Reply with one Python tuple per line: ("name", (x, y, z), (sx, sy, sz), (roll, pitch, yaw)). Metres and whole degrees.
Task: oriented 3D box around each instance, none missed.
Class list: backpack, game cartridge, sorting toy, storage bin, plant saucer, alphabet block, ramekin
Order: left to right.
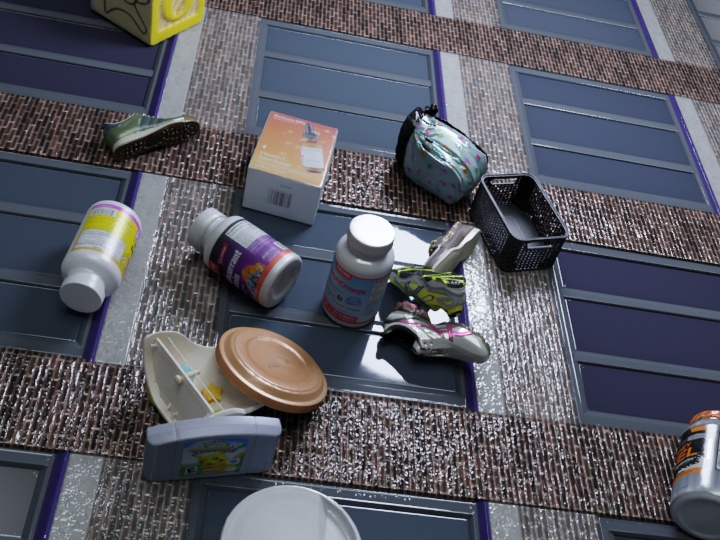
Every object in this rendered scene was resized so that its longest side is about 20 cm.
("alphabet block", (-0.500, -0.684, 2.216), (0.199, 0.196, 0.196), (34, 48, 16))
("game cartridge", (-0.222, 0.266, 1.402), (0.199, 0.134, 0.041), (-2, 48, -17))
("sorting toy", (-0.232, 0.186, 1.511), (0.179, 0.107, 0.200), (-12, 45, -40))
("plant saucer", (-0.143, 0.157, 1.548), (0.199, 0.032, 0.201), (25, 23, -11))
("ramekin", (-0.102, 0.413, 1.320), (0.201, 0.095, 0.203), (8, 44, -8))
("backpack", (0.173, -0.240, 2.021), (0.200, 0.167, 0.127), (36, 67, 15))
("storage bin", (0.329, -0.103, 1.960), (0.134, 0.094, 0.201), (-4, 49, -21))

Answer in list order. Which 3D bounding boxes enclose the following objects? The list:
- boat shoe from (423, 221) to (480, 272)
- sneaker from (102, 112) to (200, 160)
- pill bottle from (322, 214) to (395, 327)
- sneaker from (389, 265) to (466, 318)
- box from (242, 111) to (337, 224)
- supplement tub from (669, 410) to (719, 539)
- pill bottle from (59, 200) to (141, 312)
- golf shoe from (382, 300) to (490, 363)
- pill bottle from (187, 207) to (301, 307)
("boat shoe", (0.171, -0.038, 1.866), (0.059, 0.072, 0.200), (28, 41, 20))
("sneaker", (-0.440, -0.299, 1.939), (0.200, 0.067, 0.090), (-25, 63, -31))
("pill bottle", (0.000, 0.000, 1.682), (0.108, 0.201, 0.109), (8, 44, -8))
("sneaker", (0.116, 0.037, 1.746), (0.075, 0.077, 0.200), (-11, 17, -32))
("box", (-0.142, -0.212, 1.916), (0.151, 0.107, 0.201), (14, 44, -2))
("supplement tub", (0.594, 0.341, 1.580), (0.122, 0.123, 0.200), (23, 44, 7))
("pill bottle", (-0.458, -0.023, 1.638), (0.104, 0.105, 0.201), (13, 45, -4))
("golf shoe", (0.135, 0.131, 1.690), (0.199, 0.073, 0.092), (20, 48, 17))
("pill bottle", (-0.215, -0.029, 1.710), (0.199, 0.112, 0.111), (33, 46, 17))
